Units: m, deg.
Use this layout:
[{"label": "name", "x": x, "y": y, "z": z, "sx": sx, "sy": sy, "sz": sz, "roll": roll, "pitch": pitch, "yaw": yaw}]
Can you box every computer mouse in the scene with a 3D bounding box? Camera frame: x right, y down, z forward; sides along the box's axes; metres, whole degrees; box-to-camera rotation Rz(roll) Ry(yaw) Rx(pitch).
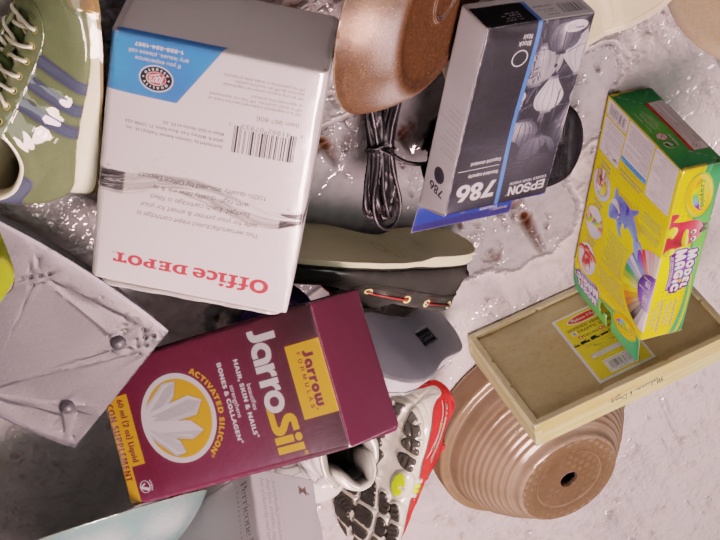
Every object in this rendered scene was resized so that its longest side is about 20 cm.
[{"label": "computer mouse", "x": 0.080, "y": -0.121, "z": 1.320, "sx": 0.198, "sy": 0.046, "sz": 0.142, "roll": -15, "pitch": 115, "yaw": -22}]

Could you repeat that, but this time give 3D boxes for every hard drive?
[{"label": "hard drive", "x": -0.253, "y": 0.032, "z": 1.220, "sx": 0.199, "sy": 0.042, "sz": 0.135, "roll": 33, "pitch": 107, "yaw": -27}]

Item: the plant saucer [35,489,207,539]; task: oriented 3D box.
[{"label": "plant saucer", "x": -0.211, "y": 0.221, "z": 1.348, "sx": 0.199, "sy": 0.039, "sz": 0.201, "roll": -19, "pitch": 173, "yaw": -2}]

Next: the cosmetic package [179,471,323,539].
[{"label": "cosmetic package", "x": -0.120, "y": 0.251, "z": 1.415, "sx": 0.074, "sy": 0.103, "sz": 0.200, "roll": 16, "pitch": 140, "yaw": -38}]

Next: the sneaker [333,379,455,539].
[{"label": "sneaker", "x": 0.039, "y": 0.179, "z": 1.519, "sx": 0.085, "sy": 0.077, "sz": 0.201, "roll": -29, "pitch": 151, "yaw": -43}]

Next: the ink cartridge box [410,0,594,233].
[{"label": "ink cartridge box", "x": 0.103, "y": -0.106, "z": 1.253, "sx": 0.099, "sy": 0.039, "sz": 0.202, "roll": -14, "pitch": 134, "yaw": -29}]

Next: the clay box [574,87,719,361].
[{"label": "clay box", "x": 0.236, "y": -0.036, "z": 1.422, "sx": 0.047, "sy": 0.115, "sz": 0.202, "roll": -12, "pitch": 132, "yaw": -21}]

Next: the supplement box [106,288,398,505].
[{"label": "supplement box", "x": -0.086, "y": 0.095, "z": 1.275, "sx": 0.198, "sy": 0.112, "sz": 0.085, "roll": -17, "pitch": 178, "yaw": 26}]

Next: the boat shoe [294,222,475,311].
[{"label": "boat shoe", "x": 0.001, "y": 0.001, "z": 1.347, "sx": 0.200, "sy": 0.074, "sz": 0.064, "roll": 2, "pitch": 117, "yaw": -36}]

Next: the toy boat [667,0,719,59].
[{"label": "toy boat", "x": 0.323, "y": -0.256, "z": 1.306, "sx": 0.130, "sy": 0.130, "sz": 0.201, "roll": -18, "pitch": 141, "yaw": -57}]

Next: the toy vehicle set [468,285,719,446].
[{"label": "toy vehicle set", "x": 0.209, "y": 0.064, "z": 1.482, "sx": 0.198, "sy": 0.125, "sz": 0.027, "roll": -23, "pitch": 134, "yaw": -11}]

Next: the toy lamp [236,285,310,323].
[{"label": "toy lamp", "x": -0.108, "y": 0.094, "z": 1.376, "sx": 0.058, "sy": 0.058, "sz": 0.200, "roll": 23, "pitch": 115, "yaw": -40}]

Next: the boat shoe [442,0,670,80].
[{"label": "boat shoe", "x": 0.142, "y": -0.197, "z": 1.274, "sx": 0.198, "sy": 0.060, "sz": 0.072, "roll": -27, "pitch": 138, "yaw": -7}]

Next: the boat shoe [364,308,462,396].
[{"label": "boat shoe", "x": 0.023, "y": 0.076, "z": 1.378, "sx": 0.065, "sy": 0.074, "sz": 0.200, "roll": -42, "pitch": 165, "yaw": 20}]

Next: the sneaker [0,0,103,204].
[{"label": "sneaker", "x": -0.221, "y": -0.122, "z": 1.120, "sx": 0.089, "sy": 0.067, "sz": 0.202, "roll": -16, "pitch": 136, "yaw": -25}]

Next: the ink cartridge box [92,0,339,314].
[{"label": "ink cartridge box", "x": -0.102, "y": -0.083, "z": 1.174, "sx": 0.143, "sy": 0.085, "sz": 0.202, "roll": 11, "pitch": 125, "yaw": -1}]

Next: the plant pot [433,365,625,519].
[{"label": "plant pot", "x": 0.170, "y": 0.162, "z": 1.565, "sx": 0.199, "sy": 0.093, "sz": 0.202, "roll": -16, "pitch": 133, "yaw": -18}]

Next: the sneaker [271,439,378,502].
[{"label": "sneaker", "x": -0.027, "y": 0.156, "z": 1.423, "sx": 0.077, "sy": 0.100, "sz": 0.201, "roll": -31, "pitch": 152, "yaw": -17}]

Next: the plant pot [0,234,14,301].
[{"label": "plant pot", "x": -0.336, "y": -0.013, "z": 1.049, "sx": 0.181, "sy": 0.199, "sz": 0.201, "roll": 25, "pitch": 110, "yaw": -40}]

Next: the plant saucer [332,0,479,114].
[{"label": "plant saucer", "x": 0.046, "y": -0.194, "z": 1.159, "sx": 0.201, "sy": 0.036, "sz": 0.201, "roll": -56, "pitch": 161, "yaw": -31}]
